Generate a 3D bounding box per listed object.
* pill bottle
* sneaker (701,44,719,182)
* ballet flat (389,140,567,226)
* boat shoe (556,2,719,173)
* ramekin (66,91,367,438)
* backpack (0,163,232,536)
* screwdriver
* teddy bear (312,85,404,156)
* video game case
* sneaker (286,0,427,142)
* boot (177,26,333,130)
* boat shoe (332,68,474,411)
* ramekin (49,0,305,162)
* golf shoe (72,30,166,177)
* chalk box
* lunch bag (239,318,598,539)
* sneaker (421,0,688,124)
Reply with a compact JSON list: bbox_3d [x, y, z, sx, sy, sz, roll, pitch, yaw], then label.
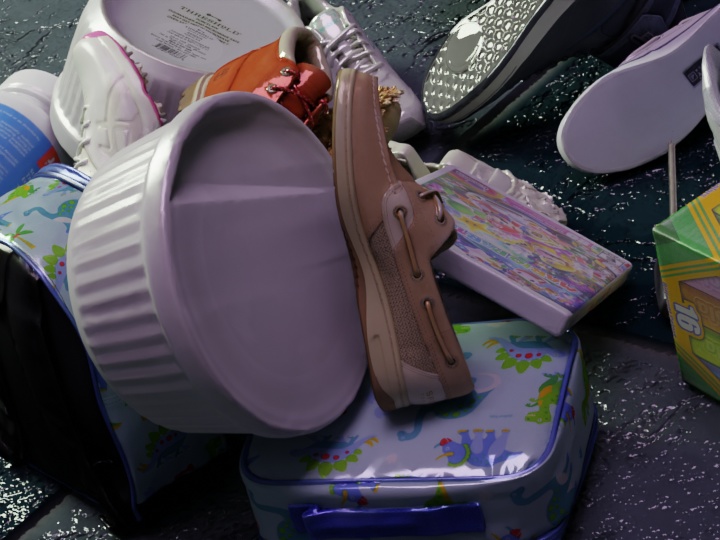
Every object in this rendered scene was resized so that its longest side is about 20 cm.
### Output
[{"bbox_3d":[-0.286,-0.067,1.766,0.112,0.112,0.200,4,38,28],"label":"pill bottle"},{"bbox_3d":[0.284,-0.120,1.601,0.075,0.115,0.200,-1,35,21],"label":"sneaker"},{"bbox_3d":[0.048,-0.057,1.653,0.200,0.072,0.072,9,40,32],"label":"ballet flat"},{"bbox_3d":[0.223,-0.132,1.702,0.200,0.074,0.065,-31,4,-13],"label":"boat shoe"},{"bbox_3d":[-0.085,0.003,1.364,0.094,0.203,0.202,-14,29,34],"label":"ramekin"},{"bbox_3d":[-0.165,0.033,1.483,0.147,0.200,0.183,-34,36,-26],"label":"backpack"},{"bbox_3d":[0.216,-0.031,1.580,0.029,0.028,0.200,20,36,-2],"label":"screwdriver"},{"bbox_3d":[-0.046,-0.063,1.612,0.200,0.067,0.145,-16,44,58],"label":"teddy bear"},{"bbox_3d":[0.089,-0.016,1.479,0.143,0.018,0.200,30,17,11],"label":"video game case"},{"bbox_3d":[-0.014,-0.156,1.816,0.070,0.080,0.200,-24,35,-16],"label":"sneaker"},{"bbox_3d":[-0.069,-0.092,1.553,0.107,0.075,0.200,-31,29,21],"label":"boot"},{"bbox_3d":[0.024,-0.021,1.360,0.064,0.200,0.071,-10,5,4],"label":"boat shoe"},{"bbox_3d":[-0.126,-0.145,1.754,0.200,0.105,0.200,11,35,-8],"label":"ramekin"},{"bbox_3d":[-0.172,-0.073,1.614,0.091,0.075,0.200,-18,71,-14],"label":"golf shoe"},{"bbox_3d":[0.289,0.026,1.372,0.124,0.124,0.200,-32,36,-24],"label":"chalk box"},{"bbox_3d":[0.034,0.105,1.399,0.200,0.083,0.161,-4,33,18],"label":"lunch bag"},{"bbox_3d":[0.154,-0.164,1.755,0.202,0.146,0.077,-44,44,20],"label":"sneaker"}]
